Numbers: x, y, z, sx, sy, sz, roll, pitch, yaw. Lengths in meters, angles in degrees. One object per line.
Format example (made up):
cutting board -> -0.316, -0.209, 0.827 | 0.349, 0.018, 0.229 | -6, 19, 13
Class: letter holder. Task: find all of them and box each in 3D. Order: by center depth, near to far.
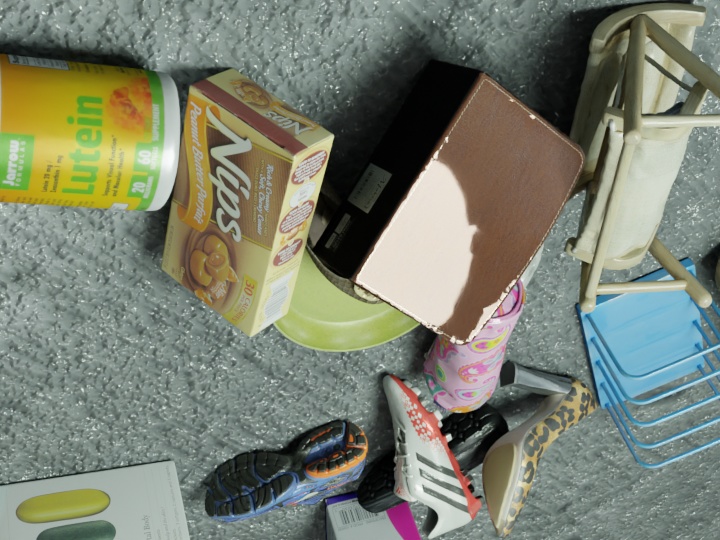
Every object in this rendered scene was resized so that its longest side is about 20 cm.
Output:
letter holder -> 0.080, -0.056, 0.986 | 0.142, 0.101, 0.200 | 31, 92, -27

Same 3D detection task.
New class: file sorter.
file sorter -> 0.348, 0.115, 1.311 | 0.139, 0.123, 0.200 | -22, 137, 1

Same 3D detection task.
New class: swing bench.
swing bench -> 0.249, -0.102, 1.016 | 0.130, 0.200, 0.199 | -2, 133, -8

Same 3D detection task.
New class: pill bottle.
pill bottle -> -0.247, -0.106, 0.870 | 0.200, 0.111, 0.111 | 2, 131, -23

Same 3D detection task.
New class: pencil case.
pencil case -> 0.113, 0.070, 1.179 | 0.087, 0.088, 0.200 | -10, 148, -12

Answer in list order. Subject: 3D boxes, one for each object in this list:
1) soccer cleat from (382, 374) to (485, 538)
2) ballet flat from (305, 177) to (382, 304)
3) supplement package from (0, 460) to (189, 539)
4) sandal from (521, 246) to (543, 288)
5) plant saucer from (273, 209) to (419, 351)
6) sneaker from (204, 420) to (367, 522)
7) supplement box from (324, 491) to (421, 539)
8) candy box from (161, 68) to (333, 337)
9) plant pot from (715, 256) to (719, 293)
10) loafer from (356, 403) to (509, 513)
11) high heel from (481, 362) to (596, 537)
soccer cleat -> 0.064, 0.210, 1.280 | 0.085, 0.069, 0.200 | -31, 107, -9
ballet flat -> -0.029, -0.040, 1.026 | 0.067, 0.046, 0.200 | -31, 117, 8
supplement package -> -0.290, 0.323, 1.238 | 0.200, 0.152, 0.151 | -6, 134, -16
sandal -> 0.153, -0.055, 1.118 | 0.050, 0.082, 0.203 | 20, 139, 19
plant saucer -> 0.000, 0.000, 1.128 | 0.200, 0.031, 0.200 | -11, 135, -11
sneaker -> -0.081, 0.245, 1.305 | 0.200, 0.075, 0.078 | -18, 140, -2
supplement box -> 0.030, 0.374, 1.379 | 0.101, 0.200, 0.103 | -11, 135, -11
candy box -> -0.101, -0.054, 0.970 | 0.055, 0.115, 0.200 | -34, 151, -45
plant pot -> 0.496, 0.036, 1.256 | 0.201, 0.201, 0.189 | -42, 117, 19
loafer -> 0.089, 0.234, 1.362 | 0.200, 0.068, 0.070 | -33, 126, 6
high heel -> 0.216, 0.215, 1.322 | 0.142, 0.200, 0.071 | 18, 163, -30
